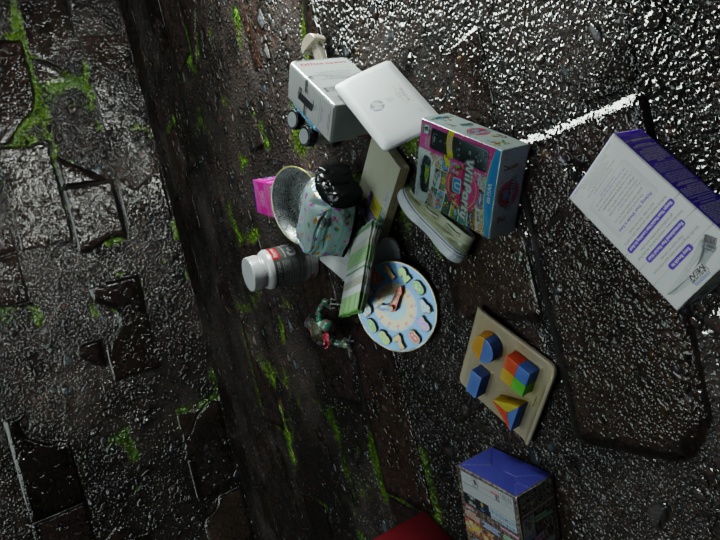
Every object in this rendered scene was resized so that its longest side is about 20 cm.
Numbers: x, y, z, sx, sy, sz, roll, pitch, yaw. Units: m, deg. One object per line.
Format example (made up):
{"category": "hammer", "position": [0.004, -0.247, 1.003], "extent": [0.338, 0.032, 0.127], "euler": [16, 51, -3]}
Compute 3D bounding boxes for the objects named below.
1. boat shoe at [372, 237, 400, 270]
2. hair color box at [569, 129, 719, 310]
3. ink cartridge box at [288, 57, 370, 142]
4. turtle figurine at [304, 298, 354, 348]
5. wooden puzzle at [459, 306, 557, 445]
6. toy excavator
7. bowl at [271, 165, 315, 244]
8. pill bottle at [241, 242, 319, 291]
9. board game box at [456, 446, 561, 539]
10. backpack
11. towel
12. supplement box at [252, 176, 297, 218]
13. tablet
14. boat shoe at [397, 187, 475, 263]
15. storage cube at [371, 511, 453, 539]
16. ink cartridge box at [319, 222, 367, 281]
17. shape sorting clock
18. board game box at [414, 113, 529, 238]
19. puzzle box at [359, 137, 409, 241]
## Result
{"category": "boat shoe", "position": [0.051, 0.009, 1.289], "extent": [0.057, 0.068, 0.202], "euler": [-76, -5, -59]}
{"category": "hair color box", "position": [0.364, -0.066, 0.697], "extent": [0.201, 0.064, 0.110], "euler": [59, 147, 30]}
{"category": "ink cartridge box", "position": [-0.046, -0.362, 1.195], "extent": [0.200, 0.143, 0.084], "euler": [52, 145, 35]}
{"category": "turtle figurine", "position": [-0.097, 0.156, 1.592], "extent": [0.200, 0.100, 0.151], "euler": [-30, 77, 66]}
{"category": "wooden puzzle", "position": [0.251, 0.193, 1.037], "extent": [0.200, 0.046, 0.187], "euler": [45, 140, 43]}
{"category": "toy excavator", "position": [-0.097, -0.417, 1.333], "extent": [0.195, 0.099, 0.201], "euler": [55, 133, 28]}
{"category": "bowl", "position": [-0.132, -0.174, 1.471], "extent": [0.200, 0.094, 0.203], "euler": [17, 116, 39]}
{"category": "pill bottle", "position": [-0.228, -0.013, 1.628], "extent": [0.114, 0.198, 0.115], "euler": [34, 132, 49]}
{"category": "board game box", "position": [0.278, 0.462, 1.065], "extent": [0.159, 0.096, 0.202], "euler": [8, 110, 59]}
{"category": "backpack", "position": [-0.072, -0.127, 1.308], "extent": [0.168, 0.125, 0.201], "euler": [-109, 29, -47]}
{"category": "towel", "position": [0.000, 0.000, 1.248], "extent": [0.149, 0.030, 0.202], "euler": [152, 130, -71]}
{"category": "supplement box", "position": [-0.220, -0.209, 1.623], "extent": [0.199, 0.100, 0.104], "euler": [23, 123, 54]}
{"category": "tablet", "position": [0.050, -0.313, 1.072], "extent": [0.201, 0.129, 0.014], "euler": [57, 169, 30]}
{"category": "boat shoe", "position": [0.145, -0.100, 1.081], "extent": [0.200, 0.072, 0.062], "euler": [52, 119, 30]}
{"category": "storage cube", "position": [0.135, 0.724, 1.360], "extent": [0.200, 0.178, 0.173], "euler": [28, 127, 54]}
{"category": "ink cartridge box", "position": [-0.009, -0.061, 1.384], "extent": [0.200, 0.043, 0.175], "euler": [38, 110, 47]}
{"category": "shape sorting clock", "position": [0.074, 0.079, 1.231], "extent": [0.198, 0.039, 0.202], "euler": [6, 101, 34]}
{"category": "board game box", "position": [0.179, -0.164, 0.962], "extent": [0.200, 0.064, 0.149], "euler": [38, 135, 46]}
{"category": "puzzle box", "position": [0.043, -0.181, 1.237], "extent": [0.134, 0.025, 0.201], "euler": [60, 149, 35]}
